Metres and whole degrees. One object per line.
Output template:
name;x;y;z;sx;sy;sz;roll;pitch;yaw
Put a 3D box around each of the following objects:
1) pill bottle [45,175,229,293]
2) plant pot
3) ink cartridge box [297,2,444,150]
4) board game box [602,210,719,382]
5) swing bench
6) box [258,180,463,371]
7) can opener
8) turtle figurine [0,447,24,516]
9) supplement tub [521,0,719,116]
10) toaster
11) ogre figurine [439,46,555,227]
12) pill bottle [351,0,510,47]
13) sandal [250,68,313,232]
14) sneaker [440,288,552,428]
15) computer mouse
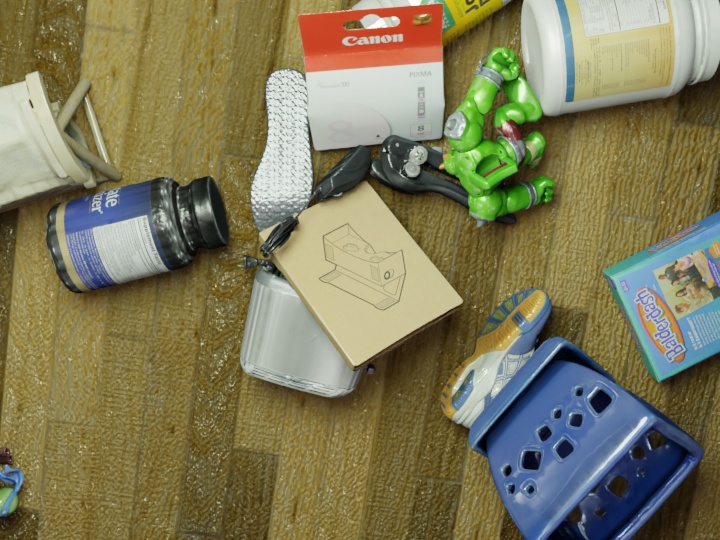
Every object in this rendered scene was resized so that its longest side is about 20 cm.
pill bottle;-0.264;-0.048;1.093;0.197;0.112;0.114;-14;99;2
plant pot;0.256;0.208;1.077;0.201;0.180;0.199;-49;138;8
ink cartridge box;0.016;-0.212;1.028;0.160;0.200;0.058;-5;70;1
board game box;0.426;0.025;1.136;0.198;0.045;0.154;-27;99;4
swing bench;-0.407;-0.131;1.034;0.196;0.200;0.132;-17;99;3
box;0.000;0.000;1.064;0.162;0.021;0.201;-28;67;-25
can opener;0.110;-0.112;1.108;0.197;0.079;0.064;16;90;-11
turtle figurine;-0.546;0.291;1.136;0.193;0.144;0.201;35;94;-2
supplement tub;0.293;-0.263;1.039;0.196;0.145;0.147;-9;100;1
toaster;-0.068;0.070;1.112;0.197;0.114;0.131;15;102;-4
ogre figurine;0.157;-0.141;1.044;0.119;0.202;0.098;-37;54;-21
pill bottle;0.093;-0.324;1.045;0.198;0.113;0.114;-33;98;5
sandal;-0.090;-0.143;1.115;0.075;0.043;0.204;8;89;-3
sneaker;0.187;0.116;1.147;0.087;0.075;0.201;31;105;-16
computer mouse;-0.047;-0.078;1.061;0.034;0.058;0.200;48;62;-12
